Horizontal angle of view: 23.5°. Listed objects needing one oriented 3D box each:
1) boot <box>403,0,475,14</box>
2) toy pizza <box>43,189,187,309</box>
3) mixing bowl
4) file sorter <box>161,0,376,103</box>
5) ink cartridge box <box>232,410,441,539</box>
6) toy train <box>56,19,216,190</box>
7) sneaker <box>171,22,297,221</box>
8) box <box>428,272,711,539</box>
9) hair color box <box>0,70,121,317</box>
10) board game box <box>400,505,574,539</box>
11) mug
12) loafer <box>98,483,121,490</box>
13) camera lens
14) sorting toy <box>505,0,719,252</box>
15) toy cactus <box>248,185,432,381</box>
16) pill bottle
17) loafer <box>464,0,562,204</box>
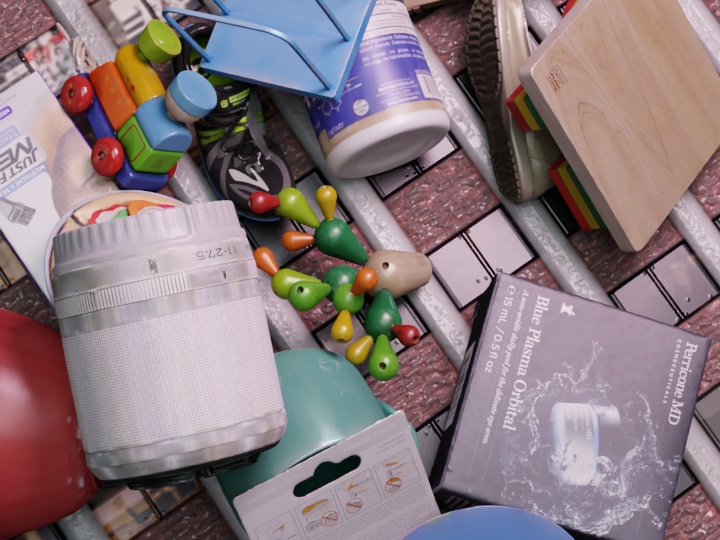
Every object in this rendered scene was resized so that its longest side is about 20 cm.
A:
[{"bbox_3d":[0.089,-0.337,1.624,0.198,0.072,0.168,-11,89,1],"label":"boot"},{"bbox_3d":[-0.170,0.009,1.471,0.198,0.032,0.202,17,49,-20],"label":"toy pizza"},{"bbox_3d":[-0.265,0.129,1.431,0.107,0.200,0.203,2,76,1],"label":"mixing bowl"},{"bbox_3d":[-0.063,-0.271,1.476,0.138,0.123,0.202,15,77,24],"label":"file sorter"},{"bbox_3d":[-0.014,0.217,1.449,0.161,0.050,0.201,-27,122,-10],"label":"ink cartridge box"},{"bbox_3d":[-0.206,-0.182,1.545,0.116,0.084,0.201,-42,64,29],"label":"toy train"},{"bbox_3d":[-0.118,-0.134,1.566,0.070,0.083,0.201,-24,80,-11],"label":"sneaker"},{"bbox_3d":[0.178,0.130,1.509,0.198,0.117,0.199,17,76,-1],"label":"box"},{"bbox_3d":[-0.277,-0.064,1.550,0.109,0.065,0.201,-34,83,-12],"label":"hair color box"},{"bbox_3d":[0.097,0.277,1.474,0.156,0.039,0.202,0,114,-6],"label":"board game box"},{"bbox_3d":[-0.050,0.144,1.484,0.151,0.185,0.115,-35,62,7],"label":"mug"},{"bbox_3d":[-0.188,0.098,1.517,0.071,0.063,0.201,31,77,4],"label":"loafer"},{"bbox_3d":[-0.148,0.059,1.336,0.158,0.160,0.202,-12,89,-7],"label":"camera lens"},{"bbox_3d":[0.229,-0.154,1.565,0.199,0.069,0.201,-49,116,-30],"label":"sorting toy"},{"bbox_3d":[0.000,0.000,1.516,0.164,0.103,0.200,-10,50,-46],"label":"toy cactus"},{"bbox_3d":[-0.006,-0.197,1.570,0.119,0.120,0.202,-19,78,-8],"label":"pill bottle"},{"bbox_3d":[0.147,-0.164,1.594,0.068,0.076,0.202,-12,97,-22],"label":"loafer"}]
